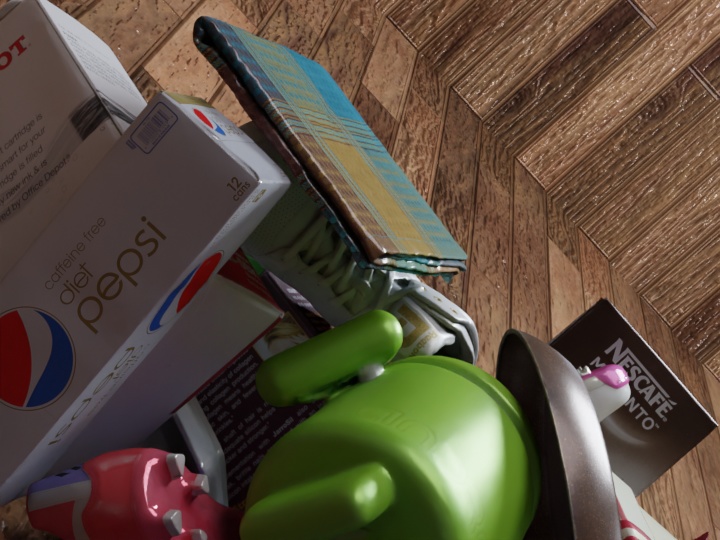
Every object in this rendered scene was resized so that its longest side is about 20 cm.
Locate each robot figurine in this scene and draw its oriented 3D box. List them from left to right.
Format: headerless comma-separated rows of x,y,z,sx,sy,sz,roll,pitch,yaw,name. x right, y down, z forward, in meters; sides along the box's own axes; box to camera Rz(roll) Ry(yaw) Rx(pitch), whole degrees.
0.019,0.111,1.205,0.200,0.115,0.176,-33,101,-61,robot figurine

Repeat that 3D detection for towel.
-0.013,-0.056,1.220,0.147,0.022,0.200,53,10,9,towel

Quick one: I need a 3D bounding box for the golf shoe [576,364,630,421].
0.092,0.135,1.533,0.092,0.200,0.075,56,5,5,golf shoe

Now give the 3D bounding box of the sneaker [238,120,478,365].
0.000,0.000,1.300,0.116,0.074,0.200,41,-2,36,sneaker

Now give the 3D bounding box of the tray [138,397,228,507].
-0.109,0.065,1.303,0.108,0.022,0.200,89,-23,-46,tray

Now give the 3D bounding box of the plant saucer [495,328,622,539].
0.105,0.128,1.287,0.200,0.032,0.201,172,-90,-83,plant saucer

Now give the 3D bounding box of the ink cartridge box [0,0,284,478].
-0.153,-0.015,1.236,0.200,0.147,0.083,56,13,30,ink cartridge box

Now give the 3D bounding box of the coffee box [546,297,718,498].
0.118,0.124,1.610,0.114,0.200,0.080,48,-1,4,coffee box

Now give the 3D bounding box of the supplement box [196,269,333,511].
-0.020,0.109,1.406,0.200,0.110,0.086,51,12,12,supplement box

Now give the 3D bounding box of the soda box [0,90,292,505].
-0.122,0.013,1.117,0.064,0.200,0.068,43,9,7,soda box

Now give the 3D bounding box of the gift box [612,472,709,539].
0.149,0.228,1.446,0.187,0.200,0.185,41,9,-27,gift box

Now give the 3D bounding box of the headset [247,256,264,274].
-0.109,-0.029,1.409,0.124,0.199,0.094,134,-53,-63,headset

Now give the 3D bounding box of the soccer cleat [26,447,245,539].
-0.089,0.141,1.196,0.200,0.076,0.067,55,34,-56,soccer cleat
